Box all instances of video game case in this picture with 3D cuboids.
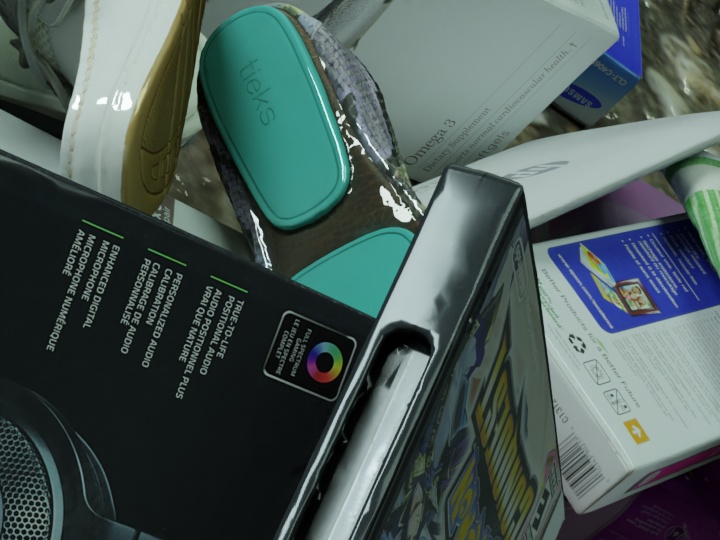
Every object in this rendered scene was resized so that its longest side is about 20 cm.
[{"bbox_3d":[0.008,0.099,0.549,0.025,0.200,0.181,17,64,17],"label":"video game case"}]

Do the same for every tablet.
[{"bbox_3d":[0.055,-0.032,0.833,0.200,0.130,0.014,-24,102,-43],"label":"tablet"}]

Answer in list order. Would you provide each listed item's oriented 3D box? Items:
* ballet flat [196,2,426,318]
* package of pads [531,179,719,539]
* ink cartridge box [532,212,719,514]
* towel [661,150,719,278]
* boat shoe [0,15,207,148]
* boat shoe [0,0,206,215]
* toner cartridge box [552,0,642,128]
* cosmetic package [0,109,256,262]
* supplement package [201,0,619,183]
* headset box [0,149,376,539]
[{"bbox_3d":[0.000,0.000,0.679,0.072,0.072,0.201,15,44,-38],"label":"ballet flat"},{"bbox_3d":[0.126,0.053,0.893,0.120,0.076,0.200,28,38,-22],"label":"package of pads"},{"bbox_3d":[0.119,0.028,0.813,0.200,0.037,0.095,-13,63,-50],"label":"ink cartridge box"},{"bbox_3d":[0.197,0.046,0.824,0.152,0.023,0.200,22,39,-38],"label":"towel"},{"bbox_3d":[-0.150,-0.093,0.770,0.200,0.062,0.073,23,74,-13],"label":"boat shoe"},{"bbox_3d":[-0.087,-0.083,0.696,0.069,0.071,0.200,9,33,-4],"label":"boat shoe"},{"bbox_3d":[0.101,-0.171,1.127,0.095,0.043,0.200,32,36,-19],"label":"toner cartridge box"},{"bbox_3d":[-0.114,0.018,0.658,0.200,0.081,0.113,28,35,-28],"label":"cosmetic package"},{"bbox_3d":[-0.008,-0.135,0.902,0.200,0.117,0.118,19,41,-34],"label":"supplement package"},{"bbox_3d":[-0.096,0.067,0.541,0.200,0.093,0.175,25,80,-30],"label":"headset box"}]
